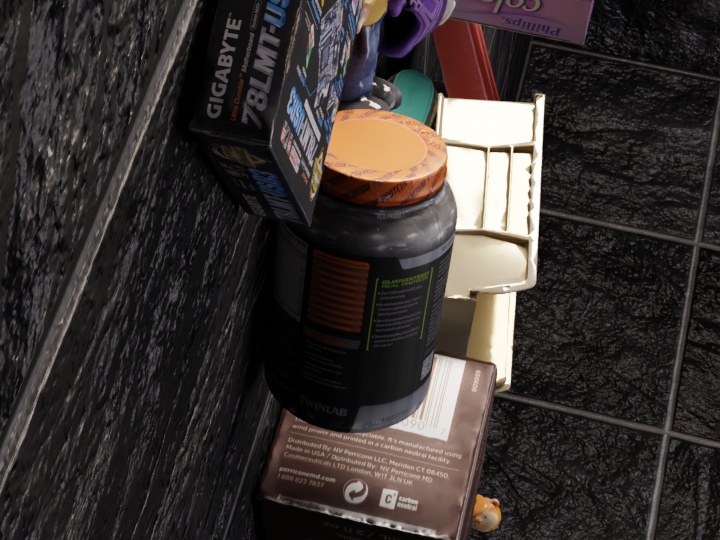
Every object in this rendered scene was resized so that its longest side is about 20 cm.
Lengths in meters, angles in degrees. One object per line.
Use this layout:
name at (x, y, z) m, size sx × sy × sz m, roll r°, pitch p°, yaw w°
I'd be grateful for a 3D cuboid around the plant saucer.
plant saucer at (0.105, -0.197, 1.499) m, size 0.200 × 0.036 × 0.201 m, roll 11°, pitch 65°, yaw -78°

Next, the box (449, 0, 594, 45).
box at (0.135, -0.315, 1.365) m, size 0.097 × 0.174 × 0.201 m, roll 94°, pitch 12°, yaw -51°

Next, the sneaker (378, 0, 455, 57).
sneaker at (0.041, -0.241, 1.175) m, size 0.084 × 0.080 × 0.201 m, roll -58°, pitch 159°, yaw -33°

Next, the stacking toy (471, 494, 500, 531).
stacking toy at (0.060, 0.185, 1.487) m, size 0.116 × 0.200 × 0.110 m, roll -42°, pitch -170°, yaw 23°

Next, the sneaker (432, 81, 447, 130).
sneaker at (0.068, -0.147, 1.514) m, size 0.201 × 0.075 × 0.105 m, roll -65°, pitch 171°, yaw -45°

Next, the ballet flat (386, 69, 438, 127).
ballet flat at (0.024, -0.094, 1.332) m, size 0.201 × 0.070 × 0.071 m, roll -71°, pitch 170°, yaw -45°

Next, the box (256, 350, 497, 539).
box at (0.016, 0.176, 1.292) m, size 0.201 × 0.164 × 0.165 m, roll 90°, pitch 14°, yaw -57°

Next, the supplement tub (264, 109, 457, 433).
supplement tub at (0.000, 0.000, 1.056) m, size 0.123 × 0.121 × 0.201 m, roll -67°, pitch 168°, yaw -56°

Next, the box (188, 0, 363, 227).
box at (-0.035, -0.141, 0.841) m, size 0.200 × 0.049 × 0.200 m, roll 62°, pitch 42°, yaw -80°

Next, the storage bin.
storage bin at (0.101, -0.018, 1.347) m, size 0.200 × 0.093 × 0.200 m, roll 93°, pitch 3°, yaw -62°

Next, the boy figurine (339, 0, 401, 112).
boy figurine at (0.013, -0.206, 1.054) m, size 0.124 × 0.064 × 0.201 m, roll -57°, pitch 162°, yaw -63°
